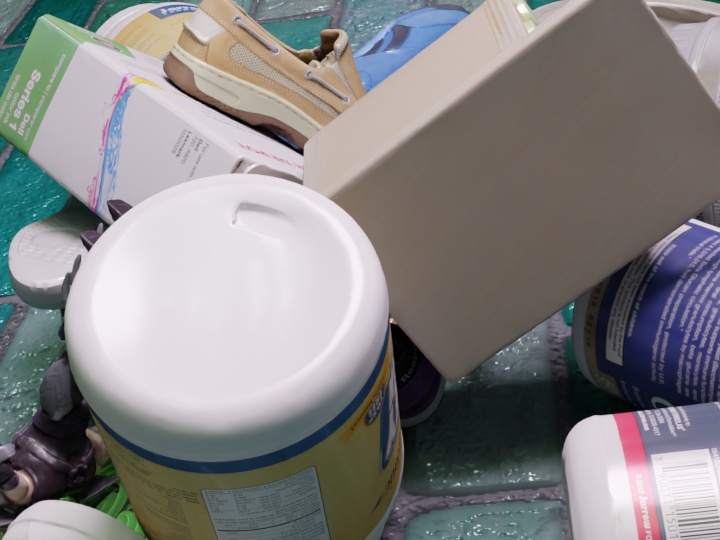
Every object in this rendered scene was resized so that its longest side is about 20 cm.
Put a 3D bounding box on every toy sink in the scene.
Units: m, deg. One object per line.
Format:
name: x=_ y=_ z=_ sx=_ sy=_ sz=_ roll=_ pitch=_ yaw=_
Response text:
toy sink: x=0.084 y=-0.064 z=0.739 sx=0.199 sy=0.131 sz=0.112 roll=-37 pitch=22 yaw=15

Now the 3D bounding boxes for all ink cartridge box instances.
ink cartridge box: x=-0.110 y=-0.065 z=0.852 sx=0.199 sy=0.085 sz=0.144 roll=36 pitch=12 yaw=32

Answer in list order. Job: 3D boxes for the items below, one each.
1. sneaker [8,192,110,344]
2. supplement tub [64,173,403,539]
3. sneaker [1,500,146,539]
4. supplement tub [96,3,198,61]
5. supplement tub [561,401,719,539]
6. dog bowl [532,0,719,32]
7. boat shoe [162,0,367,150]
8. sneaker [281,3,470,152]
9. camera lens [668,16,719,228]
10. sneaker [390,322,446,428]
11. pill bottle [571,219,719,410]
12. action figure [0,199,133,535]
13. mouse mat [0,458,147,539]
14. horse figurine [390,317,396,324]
sneaker: x=-0.173 y=0.020 z=0.883 sx=0.073 sy=0.120 sz=0.201 roll=1 pitch=16 yaw=2
supplement tub: x=-0.052 y=0.067 z=0.662 sx=0.143 sy=0.201 sz=0.146 roll=-3 pitch=53 yaw=3
sneaker: x=-0.133 y=0.185 z=0.639 sx=0.199 sy=0.074 sz=0.115 roll=21 pitch=39 yaw=35
supplement tub: x=-0.131 y=-0.129 z=1.084 sx=0.144 sy=0.146 sz=0.200 roll=-25 pitch=33 yaw=-23
supplement tub: x=0.191 y=0.123 z=0.580 sx=0.197 sy=0.142 sz=0.141 roll=-7 pitch=30 yaw=6
dog bowl: x=0.222 y=-0.156 z=1.076 sx=0.197 sy=0.075 sz=0.201 roll=-1 pitch=26 yaw=1
boat shoe: x=-0.025 y=-0.117 z=0.873 sx=0.199 sy=0.077 sz=0.072 roll=21 pitch=13 yaw=-37
sneaker: x=0.016 y=-0.129 z=0.990 sx=0.199 sy=0.067 sz=0.078 roll=-28 pitch=43 yaw=-22
camera lens: x=0.294 y=-0.080 z=0.863 sx=0.198 sy=0.162 sz=0.160 roll=7 pitch=35 yaw=28
sneaker: x=-0.053 y=0.047 z=0.812 sx=0.197 sy=0.088 sz=0.077 roll=-1 pitch=72 yaw=18
pill bottle: x=0.219 y=0.045 z=0.729 sx=0.110 sy=0.112 sz=0.199 roll=-30 pitch=35 yaw=-30
action figure: x=-0.159 y=0.067 z=0.750 sx=0.069 sy=0.201 sz=0.130 roll=31 pitch=20 yaw=10
mouse mat: x=-0.161 y=0.168 z=0.754 sx=0.159 sy=0.008 sz=0.200 roll=5 pitch=33 yaw=25
horse figurine: x=0.000 y=0.000 z=0.893 sx=0.197 sy=0.050 sz=0.134 roll=0 pitch=61 yaw=22
